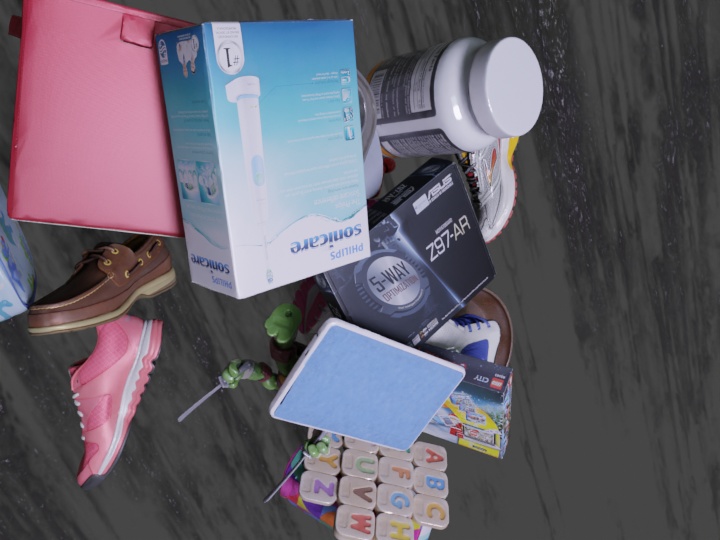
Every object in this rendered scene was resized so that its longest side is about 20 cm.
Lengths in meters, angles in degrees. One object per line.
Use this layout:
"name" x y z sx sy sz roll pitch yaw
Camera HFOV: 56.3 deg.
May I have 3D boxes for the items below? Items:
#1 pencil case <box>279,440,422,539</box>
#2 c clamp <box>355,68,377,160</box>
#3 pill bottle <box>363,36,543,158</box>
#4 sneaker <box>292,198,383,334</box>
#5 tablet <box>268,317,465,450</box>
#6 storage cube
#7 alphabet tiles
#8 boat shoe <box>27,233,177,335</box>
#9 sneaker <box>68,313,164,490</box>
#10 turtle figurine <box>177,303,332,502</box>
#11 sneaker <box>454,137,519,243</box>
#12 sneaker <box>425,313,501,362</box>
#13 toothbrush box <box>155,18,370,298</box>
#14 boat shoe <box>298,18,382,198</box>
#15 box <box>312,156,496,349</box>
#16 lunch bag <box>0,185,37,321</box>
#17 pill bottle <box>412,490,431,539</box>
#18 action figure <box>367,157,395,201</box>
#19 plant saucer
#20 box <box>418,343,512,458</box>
"pencil case" -0.008 0.298 0.863 0.196 0.088 0.090 28 94 10
"c clamp" -0.044 -0.133 0.670 0.171 0.027 0.204 46 59 -45
"pill bottle" 0.094 -0.188 0.743 0.114 0.197 0.120 -4 97 -39
"sneaker" 0.000 0.000 0.828 0.087 0.082 0.201 19 119 -39
"tablet" 0.011 0.128 0.722 0.197 0.014 0.132 23 112 -33
"storage cube" -0.223 -0.144 0.625 0.195 0.170 0.185 6 104 -28
"alphabet tiles" 0.021 0.253 0.852 0.190 0.202 0.015 14 127 -6
"boat shoe" -0.254 0.007 0.663 0.070 0.200 0.070 -3 105 17
"sneaker" -0.288 0.139 0.749 0.085 0.074 0.205 21 92 -16
"turtle figurine" -0.091 0.149 0.772 0.196 0.145 0.196 -16 146 -29
"sneaker" 0.155 -0.137 0.880 0.080 0.078 0.207 0 96 -22
"sneaker" 0.118 0.087 0.888 0.116 0.080 0.201 -48 115 -20
"toothbrush box" -0.075 -0.097 0.563 0.144 0.084 0.206 -19 110 -38
"boat shoe" -0.039 -0.173 0.757 0.070 0.065 0.204 -37 109 -35
"box" 0.053 -0.002 0.756 0.199 0.043 0.163 -38 121 -20
"lunch bag" -0.361 -0.053 0.589 0.081 0.160 0.205 -24 116 -17
"pill bottle" 0.028 0.412 0.956 0.108 0.110 0.206 13 100 -29
"action figure" -0.038 -0.099 0.803 0.196 0.051 0.067 -23 120 -24
"plant saucer" 0.129 0.114 0.959 0.195 0.037 0.207 -8 109 -24
"box" 0.089 0.151 0.837 0.038 0.195 0.139 -56 150 -38
